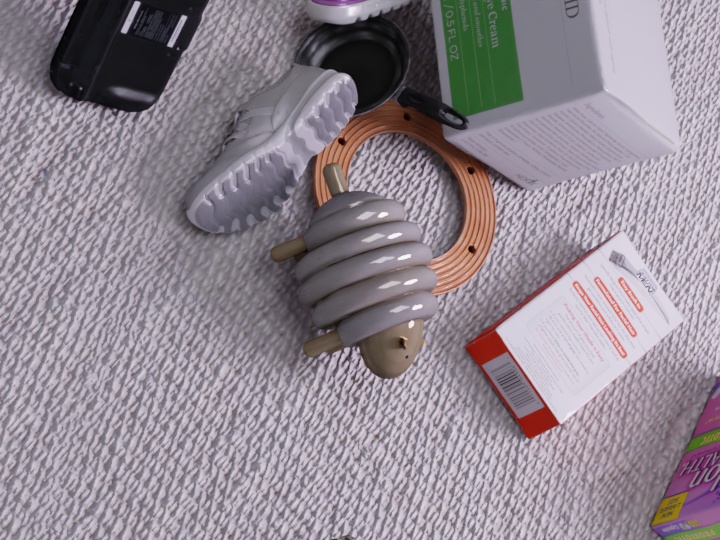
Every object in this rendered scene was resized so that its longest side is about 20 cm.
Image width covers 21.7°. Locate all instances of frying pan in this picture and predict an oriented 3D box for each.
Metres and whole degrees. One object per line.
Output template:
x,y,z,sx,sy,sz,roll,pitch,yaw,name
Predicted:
0.027,-0.185,1.752,0.190,0.031,0.115,9,68,20,frying pan

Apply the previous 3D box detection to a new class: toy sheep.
0.000,0.000,1.665,0.138,0.138,0.200,-18,84,-34,toy sheep

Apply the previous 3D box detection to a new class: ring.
0.041,-0.069,1.787,0.200,0.019,0.201,11,67,-28,ring

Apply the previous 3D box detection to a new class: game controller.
-0.190,-0.220,1.610,0.104,0.200,0.042,9,39,-32,game controller

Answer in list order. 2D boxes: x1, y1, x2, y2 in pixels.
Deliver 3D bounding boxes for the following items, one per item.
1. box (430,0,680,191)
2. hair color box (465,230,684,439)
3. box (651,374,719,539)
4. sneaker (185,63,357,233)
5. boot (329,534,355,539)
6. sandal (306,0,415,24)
0.183,-0.208,1.786,0.200,0.171,0.199,24,56,-58,box
0.208,0.061,1.811,0.200,0.064,0.111,-35,90,-33,hair color box
0.401,0.181,1.811,0.097,0.176,0.200,39,58,-13,box
-0.091,-0.111,1.706,0.200,0.082,0.075,-45,141,-23,sneaker
-0.053,0.320,1.553,0.154,0.073,0.204,-6,72,-27,boot
0.025,-0.287,1.801,0.203,0.082,0.050,-39,136,-46,sandal
